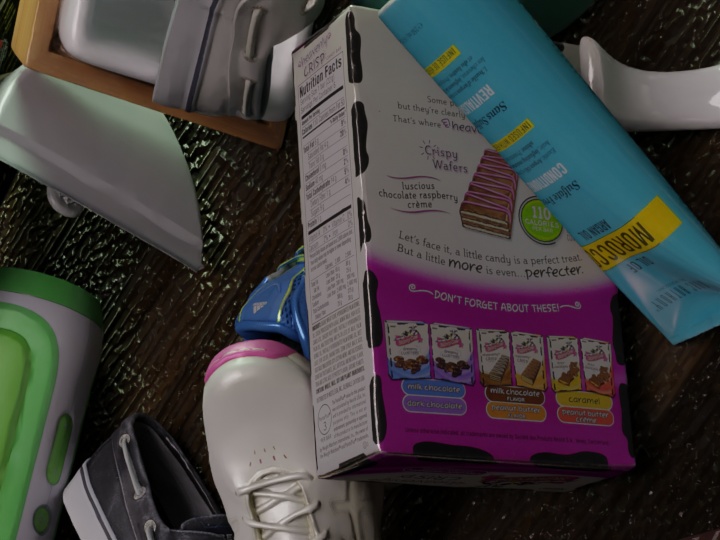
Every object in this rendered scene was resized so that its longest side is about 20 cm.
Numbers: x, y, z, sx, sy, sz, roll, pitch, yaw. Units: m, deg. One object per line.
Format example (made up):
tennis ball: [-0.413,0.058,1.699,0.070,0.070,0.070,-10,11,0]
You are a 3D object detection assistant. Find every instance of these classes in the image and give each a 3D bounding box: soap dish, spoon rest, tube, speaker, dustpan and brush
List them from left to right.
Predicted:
speaker: [-0.194,0.105,1.094,0.088,0.088,0.202,-2,66,35]
dustpan and brush: [-0.149,-0.086,1.120,0.057,0.139,0.201,-38,36,33]
soap dish: [-0.094,-0.179,1.073,0.081,0.156,0.202,3,80,53]
tube: [0.090,-0.052,0.896,0.050,0.077,0.200,-43,94,-19]
spoon rest: [0.198,-0.093,0.903,0.198,0.061,0.100,-8,75,20]

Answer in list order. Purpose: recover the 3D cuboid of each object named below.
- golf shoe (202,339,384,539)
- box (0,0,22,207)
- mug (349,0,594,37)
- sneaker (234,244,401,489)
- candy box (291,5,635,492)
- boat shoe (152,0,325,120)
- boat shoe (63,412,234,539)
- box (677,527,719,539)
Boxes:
golf shoe: [-0.021,0.128,0.922,0.075,0.092,0.202,-15,112,11]
box: [-0.223,-0.075,1.085,0.049,0.161,0.201,8,44,7]
mug: [0.030,-0.178,0.978,0.184,0.114,0.153,-32,71,14]
sneaker: [0.000,0.000,0.980,0.075,0.105,0.202,-3,77,45]
candy box: [0.044,-0.007,0.929,0.061,0.135,0.202,-28,61,55]
boat shoe: [-0.046,-0.132,0.939,0.201,0.065,0.072,116,167,-52]
boat shoe: [-0.078,0.151,1.029,0.068,0.071,0.200,-51,48,16]
box: [0.150,0.160,0.834,0.199,0.075,0.101,-20,98,31]
